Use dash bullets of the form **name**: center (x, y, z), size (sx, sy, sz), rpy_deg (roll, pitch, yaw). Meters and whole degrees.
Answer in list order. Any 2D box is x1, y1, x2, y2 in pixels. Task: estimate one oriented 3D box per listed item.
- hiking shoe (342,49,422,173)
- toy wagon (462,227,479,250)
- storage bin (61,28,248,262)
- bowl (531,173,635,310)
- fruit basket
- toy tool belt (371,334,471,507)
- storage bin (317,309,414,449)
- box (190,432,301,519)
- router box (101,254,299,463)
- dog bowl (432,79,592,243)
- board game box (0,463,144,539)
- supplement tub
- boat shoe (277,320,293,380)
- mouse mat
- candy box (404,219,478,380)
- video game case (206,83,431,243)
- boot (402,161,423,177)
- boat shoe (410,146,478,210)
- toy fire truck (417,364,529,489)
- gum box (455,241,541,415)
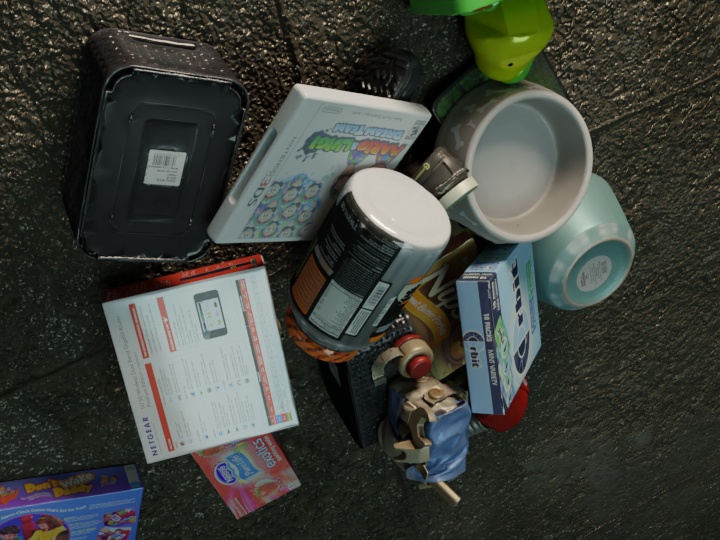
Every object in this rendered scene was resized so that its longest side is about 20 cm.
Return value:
- **hiking shoe**: center (0.023, -0.156, 0.987), size (0.100, 0.076, 0.200), rpy_deg (2, 132, -41)
- **toy wagon**: center (0.115, 0.018, 1.188), size (0.155, 0.040, 0.201), rpy_deg (2, 122, -31)
- **storage bin**: center (-0.203, -0.116, 0.854), size (0.135, 0.094, 0.200), rpy_deg (2, 124, -30)
- **bowl**: center (0.299, -0.025, 1.214), size (0.200, 0.105, 0.201), rpy_deg (-15, 129, -20)
- **fruit basket**: center (0.159, -0.286, 0.914), size (0.215, 0.155, 0.216), rpy_deg (-6, 108, -19)
- **toy tool belt**: center (0.087, 0.184, 1.050), size (0.125, 0.123, 0.200), rpy_deg (-20, 131, -17)
- **storage bin**: center (0.005, 0.112, 1.128), size (0.093, 0.135, 0.200), rpy_deg (-22, 132, -14)
- **box**: center (-0.165, 0.218, 1.141), size (0.102, 0.095, 0.200), rpy_deg (-27, 133, -8)
- **router box**: center (-0.176, 0.099, 0.989), size (0.179, 0.049, 0.201), rpy_deg (-12, 109, -8)
- **dog bowl**: center (0.184, -0.123, 1.024), size (0.199, 0.059, 0.201), rpy_deg (-6, 106, -23)
- **board game box**: center (-0.389, 0.325, 1.129), size (0.199, 0.045, 0.135), rpy_deg (-2, 125, -29)
- **supplement tub**: center (0.000, 0.000, 0.940), size (0.122, 0.123, 0.200), rpy_deg (5, 135, -32)
- **boat shoe**: center (-0.128, 0.079, 1.070), size (0.066, 0.074, 0.200), rpy_deg (-32, 134, 4)
- **mouse mat**: center (0.188, -0.170, 1.050), size (0.161, 0.008, 0.200), rpy_deg (-43, 118, -9)
- **candy box**: center (0.107, 0.042, 1.134), size (0.115, 0.055, 0.200), rpy_deg (-32, 133, -9)
- **video game case**: center (-0.038, -0.101, 0.891), size (0.200, 0.024, 0.182), rpy_deg (-5, 138, -51)
- **boot**: center (0.156, -0.136, 1.082), size (0.200, 0.070, 0.146), rpy_deg (27, 99, -35)
- **boat shoe**: center (0.056, -0.075, 1.007), size (0.072, 0.061, 0.201), rpy_deg (-35, 179, -37)
- **toy fire truck**: center (0.138, 0.207, 1.209), size (0.176, 0.201, 0.129), rpy_deg (-26, 141, 28)
- **gum box**: center (0.177, 0.057, 1.097), size (0.200, 0.044, 0.171), rpy_deg (-42, 128, -59)
